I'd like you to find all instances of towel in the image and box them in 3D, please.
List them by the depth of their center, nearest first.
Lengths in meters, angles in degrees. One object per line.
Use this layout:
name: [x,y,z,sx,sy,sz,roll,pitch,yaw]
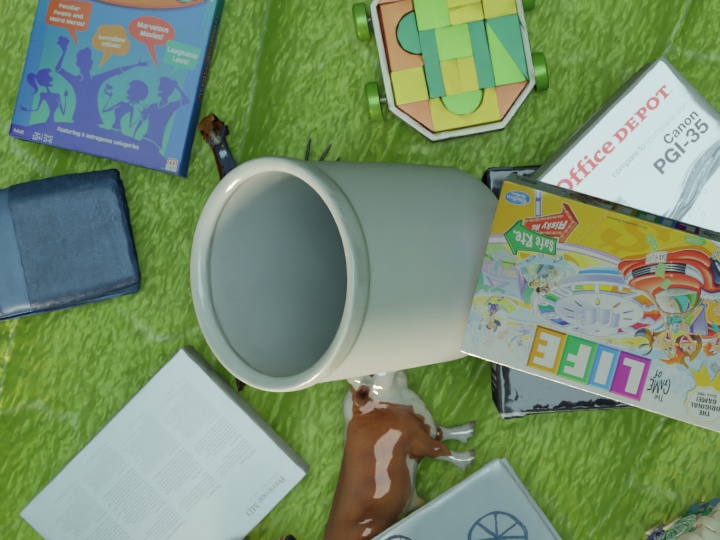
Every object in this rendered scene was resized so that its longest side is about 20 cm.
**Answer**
towel: [-0.288,-0.017,1.377,0.199,0.049,0.112,-11,90,3]

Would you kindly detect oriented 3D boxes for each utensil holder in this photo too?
utensil holder: [0.000,0.000,1.229,0.169,0.199,0.171,2,93,43]

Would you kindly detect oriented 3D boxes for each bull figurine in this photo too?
bull figurine: [0.029,0.164,1.354,0.121,0.065,0.201,13,95,-4]

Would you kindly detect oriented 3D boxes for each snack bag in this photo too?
snack bag: [0.082,0.272,1.342,0.199,0.021,0.189,-33,111,7]

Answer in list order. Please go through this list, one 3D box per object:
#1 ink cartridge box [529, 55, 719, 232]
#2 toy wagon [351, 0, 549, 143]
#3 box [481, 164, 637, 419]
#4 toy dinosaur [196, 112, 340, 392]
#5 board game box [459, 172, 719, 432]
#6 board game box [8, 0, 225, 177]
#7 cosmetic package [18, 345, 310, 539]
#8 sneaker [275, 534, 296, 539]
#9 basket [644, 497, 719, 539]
ink cartridge box: [0.239,-0.039,1.220,0.147,0.083,0.200,-44,89,2]
toy wagon: [0.072,-0.212,1.365,0.154,0.040,0.201,-10,90,2]
box: [0.202,0.011,1.320,0.195,0.117,0.201,-3,91,2]
toy dinosaur: [-0.103,-0.033,1.353,0.200,0.105,0.182,-45,68,14]
board game box: [0.184,0.022,1.170,0.199,0.034,0.135,16,107,11]
board game box: [-0.201,-0.194,1.374,0.151,0.045,0.201,12,90,3]
cosmetic package: [-0.164,0.187,1.370,0.200,0.052,0.151,-45,87,2]
sneaker: [-0.091,0.317,1.348,0.093,0.070,0.201,-2,104,3]
basket: [0.269,0.280,1.295,0.139,0.176,0.201,32,73,2]
